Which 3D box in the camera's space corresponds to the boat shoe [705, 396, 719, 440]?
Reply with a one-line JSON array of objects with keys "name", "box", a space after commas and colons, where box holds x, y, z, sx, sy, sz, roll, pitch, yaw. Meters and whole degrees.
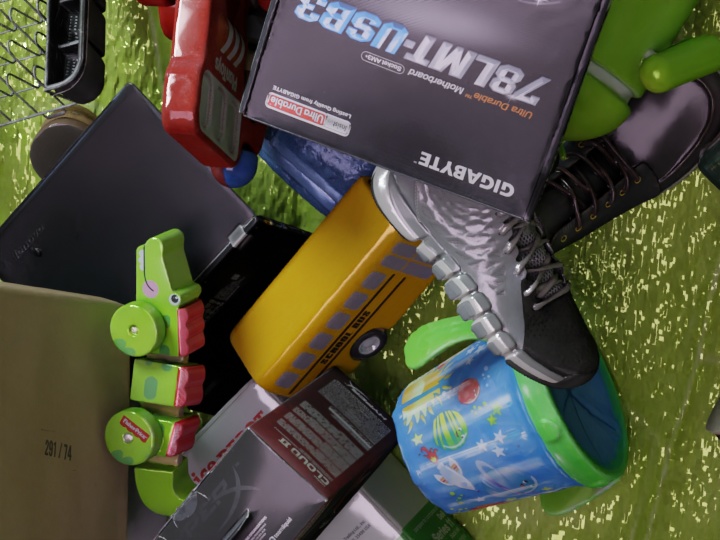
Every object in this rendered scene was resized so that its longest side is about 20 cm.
[{"name": "boat shoe", "box": [0.299, 0.081, 1.621, 0.062, 0.071, 0.200, 31, 153, -11]}]

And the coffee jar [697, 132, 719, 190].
[{"name": "coffee jar", "box": [0.325, -0.037, 1.603, 0.200, 0.085, 0.104, 48, 122, 3]}]

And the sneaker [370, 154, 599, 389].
[{"name": "sneaker", "box": [0.104, -0.022, 1.575, 0.200, 0.075, 0.115, 47, 126, 1]}]

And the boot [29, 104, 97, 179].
[{"name": "boot", "box": [-0.152, -0.052, 1.796, 0.200, 0.076, 0.074, 41, 109, -14]}]

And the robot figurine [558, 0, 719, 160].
[{"name": "robot figurine", "box": [0.153, -0.174, 1.597, 0.175, 0.116, 0.200, 31, 90, 33]}]

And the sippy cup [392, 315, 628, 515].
[{"name": "sippy cup", "box": [0.099, 0.104, 1.695, 0.130, 0.140, 0.178, -24, 96, 23]}]

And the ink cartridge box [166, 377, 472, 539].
[{"name": "ink cartridge box", "box": [-0.040, 0.184, 1.800, 0.200, 0.083, 0.147, 47, 114, 4]}]

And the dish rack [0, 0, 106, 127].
[{"name": "dish rack", "box": [-0.272, -0.171, 1.773, 0.199, 0.055, 0.154, -14, 62, 24]}]

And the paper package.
[{"name": "paper package", "box": [-0.246, 0.106, 1.653, 0.103, 0.200, 0.191, -1, 84, 24]}]

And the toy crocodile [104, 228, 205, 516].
[{"name": "toy crocodile", "box": [-0.134, 0.072, 1.690, 0.062, 0.067, 0.201, 6, 99, 21]}]

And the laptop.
[{"name": "laptop", "box": [-0.133, -0.009, 1.771, 0.187, 0.200, 0.116, -45, 51, 25]}]

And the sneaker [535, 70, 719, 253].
[{"name": "sneaker", "box": [0.165, -0.064, 1.645, 0.200, 0.106, 0.075, -41, 88, 25]}]

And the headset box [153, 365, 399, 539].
[{"name": "headset box", "box": [-0.066, 0.161, 1.650, 0.075, 0.200, 0.149, 42, 109, 6]}]

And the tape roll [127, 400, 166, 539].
[{"name": "tape roll", "box": [-0.230, 0.167, 1.829, 0.200, 0.066, 0.201, 4, 96, 49]}]

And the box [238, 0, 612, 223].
[{"name": "box", "box": [0.047, -0.156, 1.493, 0.199, 0.050, 0.199, 22, 111, 6]}]

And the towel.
[{"name": "towel", "box": [0.017, -0.128, 1.716, 0.112, 0.049, 0.200, 42, 114, 5]}]

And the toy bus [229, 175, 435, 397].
[{"name": "toy bus", "box": [0.000, 0.000, 1.714, 0.200, 0.078, 0.065, -50, 51, 21]}]

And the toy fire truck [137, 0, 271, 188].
[{"name": "toy fire truck", "box": [-0.093, -0.148, 1.652, 0.112, 0.200, 0.169, 5, 79, 11]}]
